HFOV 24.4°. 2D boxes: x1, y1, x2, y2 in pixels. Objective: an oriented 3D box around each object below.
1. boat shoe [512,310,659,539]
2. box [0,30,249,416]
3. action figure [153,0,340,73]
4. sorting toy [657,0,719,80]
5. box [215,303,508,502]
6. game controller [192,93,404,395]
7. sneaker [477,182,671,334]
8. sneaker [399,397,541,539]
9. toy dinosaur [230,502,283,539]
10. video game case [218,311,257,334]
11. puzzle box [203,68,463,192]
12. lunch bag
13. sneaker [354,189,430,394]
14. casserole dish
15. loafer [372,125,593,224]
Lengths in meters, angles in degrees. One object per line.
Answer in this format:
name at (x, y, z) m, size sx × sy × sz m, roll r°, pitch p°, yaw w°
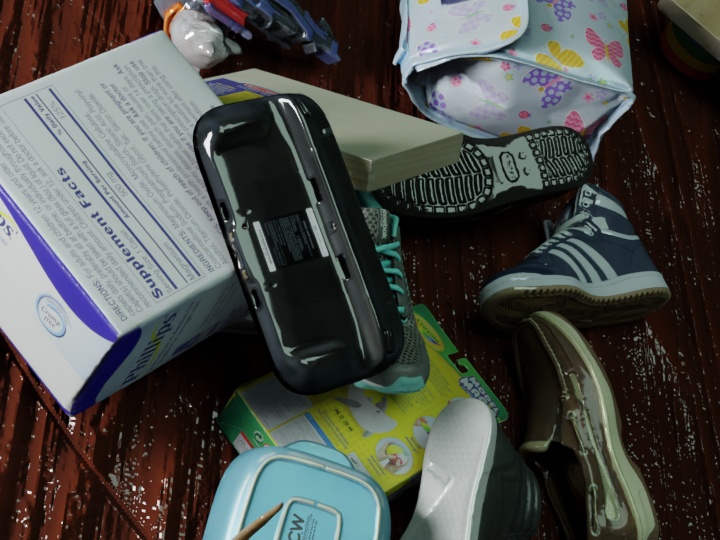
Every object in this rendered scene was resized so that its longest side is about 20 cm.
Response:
boat shoe at (0.152, 0.122, 1.242) m, size 0.074 × 0.075 × 0.203 m, roll -8°, pitch 61°, yaw -29°
box at (-0.163, -0.036, 1.118) m, size 0.184 × 0.105 × 0.200 m, roll 50°, pitch 46°, yaw 10°
action figure at (-0.108, -0.236, 1.375) m, size 0.200 × 0.104 × 0.194 m, roll 39°, pitch 46°, yaw -35°
sorting toy at (0.399, -0.230, 1.676) m, size 0.199 × 0.070 × 0.200 m, roll 42°, pitch 45°, yaw 4°
box at (0.007, 0.103, 1.185) m, size 0.199 × 0.048 × 0.118 m, roll -25°, pitch 70°, yaw -39°
game controller at (-0.040, -0.020, 1.095) m, size 0.104 × 0.042 × 0.201 m, roll -17°, pitch 83°, yaw -28°
sneaker at (0.158, -0.012, 1.352) m, size 0.199 × 0.070 × 0.109 m, roll -1°, pitch 60°, yaw -40°
sneaker at (0.073, 0.198, 1.132) m, size 0.099 × 0.070 × 0.201 m, roll 41°, pitch 59°, yaw -44°
toy dinosaur at (-0.098, 0.235, 0.981) m, size 0.105 × 0.060 × 0.202 m, roll -2°, pitch 93°, yaw -11°
video game case at (-0.128, -0.044, 1.234) m, size 0.181 × 0.023 × 0.201 m, roll 5°, pitch 53°, yaw -29°
puzzle box at (-0.040, -0.107, 1.234) m, size 0.199 × 0.026 × 0.133 m, roll 20°, pitch 23°, yaw 29°
lunch bag at (0.130, -0.202, 1.451) m, size 0.199 × 0.127 × 0.170 m, roll 17°, pitch 46°, yaw -11°
sneaker at (0.000, 0.000, 1.175) m, size 0.077 × 0.092 × 0.201 m, roll -2°, pitch 43°, yaw -28°
casserole dish at (-0.043, 0.196, 1.049) m, size 0.120 × 0.039 × 0.201 m, roll 19°, pitch 62°, yaw -9°
loafer at (0.092, -0.069, 1.364) m, size 0.199 × 0.071 × 0.074 m, roll -5°, pitch 73°, yaw -17°
